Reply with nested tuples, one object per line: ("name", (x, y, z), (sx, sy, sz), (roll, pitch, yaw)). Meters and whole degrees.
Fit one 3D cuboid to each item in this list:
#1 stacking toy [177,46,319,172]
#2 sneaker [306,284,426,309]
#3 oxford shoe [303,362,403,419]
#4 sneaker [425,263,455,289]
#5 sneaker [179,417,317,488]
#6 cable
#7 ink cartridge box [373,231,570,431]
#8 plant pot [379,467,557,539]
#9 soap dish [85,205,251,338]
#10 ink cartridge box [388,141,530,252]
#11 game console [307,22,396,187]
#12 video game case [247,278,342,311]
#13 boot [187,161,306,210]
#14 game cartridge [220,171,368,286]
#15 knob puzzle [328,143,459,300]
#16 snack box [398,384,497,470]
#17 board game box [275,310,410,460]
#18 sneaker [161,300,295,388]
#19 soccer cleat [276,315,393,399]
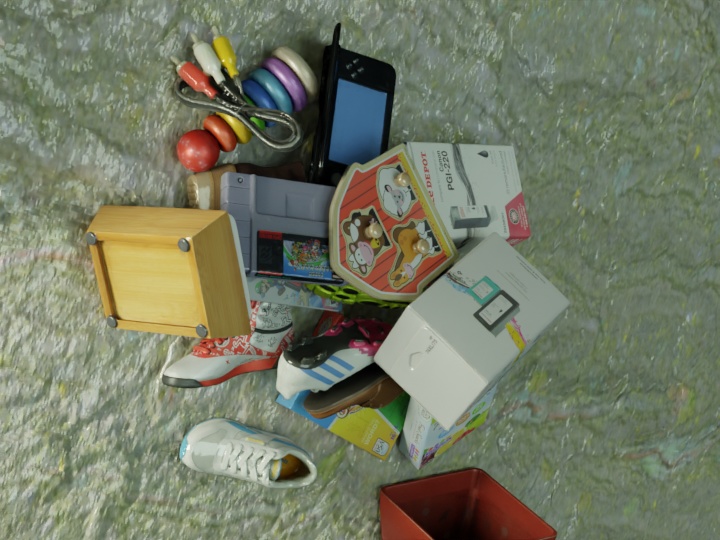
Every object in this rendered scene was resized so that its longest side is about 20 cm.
("stacking toy", (-0.150, -0.199, 1.541), (0.200, 0.085, 0.085), (-40, 120, -16))
("sneaker", (0.000, 0.000, 1.626), (0.200, 0.074, 0.084), (13, 66, -34))
("oxford shoe", (0.010, 0.170, 1.690), (0.200, 0.071, 0.071), (-23, 118, -30))
("sneaker", (0.051, -0.005, 1.711), (0.199, 0.093, 0.070), (1, 100, -35))
("sneaker", (-0.150, 0.252, 1.642), (0.200, 0.081, 0.077), (13, 95, -34))
("cable", (-0.160, -0.212, 1.485), (0.097, 0.200, 0.050), (-39, 157, -9))
("ink cartridge box", (0.148, 0.082, 1.627), (0.146, 0.147, 0.200), (44, 54, 10))
("plant pot", (0.147, 0.439, 1.833), (0.199, 0.200, 0.177), (-4, 115, -33))
("soap dish", (-0.234, 0.004, 1.454), (0.081, 0.200, 0.158), (-34, 122, -51))
("ink cartridge box", (0.133, -0.103, 1.723), (0.200, 0.085, 0.146), (-3, 76, -33))
("game console", (-0.004, -0.202, 1.594), (0.176, 0.116, 0.200), (12, 83, -36))
("video game case", (-0.089, -0.025, 1.594), (0.200, 0.018, 0.143), (10, 92, -44))
("boot", (-0.141, -0.043, 1.583), (0.166, 0.072, 0.200), (-7, 101, -31))
("game cartridge", (-0.080, -0.049, 1.521), (0.200, 0.038, 0.130), (6, 72, -28))
("knob puzzle", (0.036, -0.050, 1.559), (0.219, 0.030, 0.220), (9, 76, -39))
("snack box", (0.133, 0.197, 1.777), (0.142, 0.053, 0.200), (-33, 154, -26))
("board game box", (-0.007, 0.168, 1.745), (0.200, 0.040, 0.153), (33, 82, -35))
("sneaker", (-0.176, 0.086, 1.596), (0.201, 0.067, 0.108), (-11, 106, -36))
("soccer cleat", (-0.036, 0.121, 1.656), (0.200, 0.070, 0.086), (-13, 136, -39))
